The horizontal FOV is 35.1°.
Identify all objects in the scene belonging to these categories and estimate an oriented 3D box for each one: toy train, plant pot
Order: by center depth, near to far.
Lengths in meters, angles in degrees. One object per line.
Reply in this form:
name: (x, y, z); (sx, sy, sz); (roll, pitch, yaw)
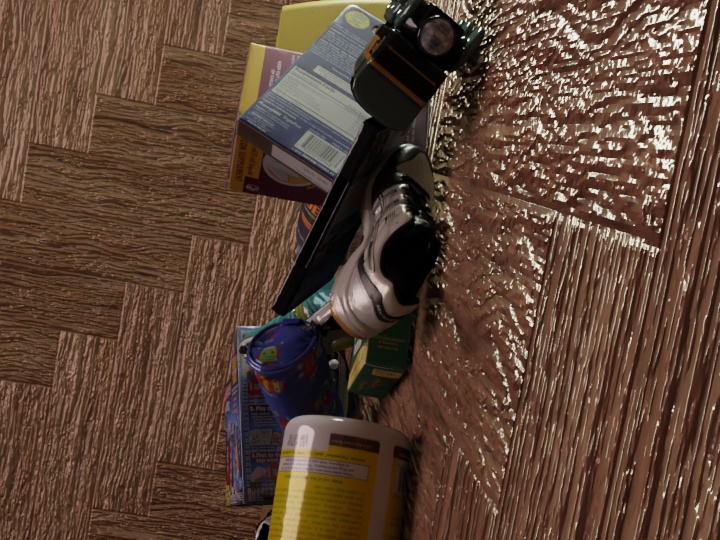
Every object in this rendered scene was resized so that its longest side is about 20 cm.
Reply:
toy train: (0.039, -0.185, 0.975); (0.114, 0.085, 0.200); (-50, 12, 9)
plant pot: (-0.043, -0.281, 1.644); (0.200, 0.173, 0.204); (138, 141, -82)

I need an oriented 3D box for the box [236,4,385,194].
box: (-0.017, -0.173, 1.130); (0.201, 0.120, 0.033); (-51, -13, -29)

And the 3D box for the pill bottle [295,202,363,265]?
pill bottle: (-0.019, -0.108, 1.462); (0.202, 0.104, 0.107); (105, 172, -46)

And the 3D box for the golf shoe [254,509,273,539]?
golf shoe: (-0.079, 0.301, 1.370); (0.077, 0.094, 0.202); (-30, 39, 23)

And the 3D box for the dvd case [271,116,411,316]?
dvd case: (-0.013, -0.060, 1.073); (0.202, 0.017, 0.143); (-62, -9, 21)

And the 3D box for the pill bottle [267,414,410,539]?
pill bottle: (-0.023, 0.226, 0.923); (0.109, 0.107, 0.204); (120, 159, -74)

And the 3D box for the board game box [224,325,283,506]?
board game box: (-0.123, 0.174, 1.343); (0.200, 0.061, 0.204); (138, 132, -73)

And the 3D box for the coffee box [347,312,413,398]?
coffee box: (0.027, 0.013, 1.107); (0.123, 0.043, 0.203); (117, 161, -72)

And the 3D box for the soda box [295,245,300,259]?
soda box: (-0.086, -0.024, 2.174); (0.200, 0.067, 0.065); (128, 151, -78)

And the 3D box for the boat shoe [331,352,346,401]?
boat shoe: (-0.062, 0.166, 1.370); (0.091, 0.070, 0.203); (49, -150, -46)

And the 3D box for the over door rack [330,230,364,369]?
over door rack: (0.000, 0.000, 1.342); (0.149, 0.066, 0.202); (-93, 25, -58)

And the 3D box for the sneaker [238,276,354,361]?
sneaker: (-0.046, 0.053, 1.254); (0.078, 0.198, 0.081); (45, -150, -38)

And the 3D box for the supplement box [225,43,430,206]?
supplement box: (-0.036, -0.144, 1.210); (0.132, 0.196, 0.105); (108, 169, -56)

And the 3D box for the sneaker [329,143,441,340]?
sneaker: (0.042, -0.032, 0.992); (0.087, 0.075, 0.202); (-25, 40, 47)

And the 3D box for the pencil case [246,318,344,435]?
pencil case: (-0.056, 0.136, 1.213); (0.087, 0.077, 0.202); (-63, -35, -40)

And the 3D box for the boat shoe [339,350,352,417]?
boat shoe: (-0.041, 0.148, 1.478); (0.063, 0.070, 0.202); (52, -163, -45)
